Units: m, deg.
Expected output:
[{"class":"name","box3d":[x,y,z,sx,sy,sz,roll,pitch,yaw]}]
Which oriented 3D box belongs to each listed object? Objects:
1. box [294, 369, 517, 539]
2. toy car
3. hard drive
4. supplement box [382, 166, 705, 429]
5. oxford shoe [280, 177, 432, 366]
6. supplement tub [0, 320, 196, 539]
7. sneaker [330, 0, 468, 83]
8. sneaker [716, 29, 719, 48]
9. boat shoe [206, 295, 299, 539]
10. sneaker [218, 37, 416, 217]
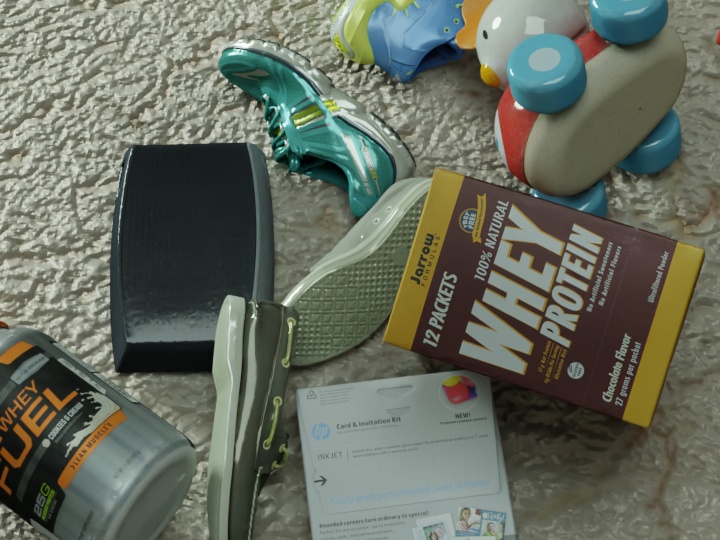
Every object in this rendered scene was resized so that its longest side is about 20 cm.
[{"class":"box","box3d":[0.037,0.179,1.524,0.155,0.041,0.201,-7,64,-4]},{"class":"toy car","box3d":[0.145,-0.166,1.641,0.177,0.185,0.200,-40,52,-18]},{"class":"hard drive","box3d":[-0.137,-0.016,1.622,0.134,0.042,0.201,-1,63,-1]},{"class":"supplement box","box3d":[0.142,0.020,1.498,0.199,0.197,0.133,18,92,10]},{"class":"oxford shoe","box3d":[0.000,0.000,1.610,0.200,0.075,0.058,-45,31,-11]},{"class":"supplement tub","box3d":[-0.232,0.126,1.505,0.200,0.123,0.123,33,67,16]},{"class":"sneaker","box3d":[0.069,-0.238,1.731,0.105,0.076,0.200,41,76,6]},{"class":"sneaker","box3d":[0.353,-0.225,1.716,0.093,0.070,0.201,4,65,-5]},{"class":"boat shoe","box3d":[-0.082,0.121,1.526,0.060,0.072,0.203,6,80,-15]},{"class":"sneaker","box3d":[-0.047,-0.122,1.664,0.200,0.078,0.080,39,78,18]}]
